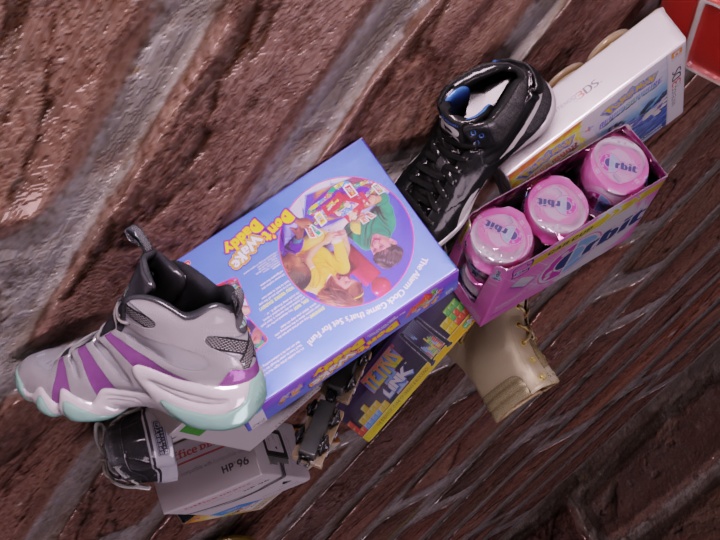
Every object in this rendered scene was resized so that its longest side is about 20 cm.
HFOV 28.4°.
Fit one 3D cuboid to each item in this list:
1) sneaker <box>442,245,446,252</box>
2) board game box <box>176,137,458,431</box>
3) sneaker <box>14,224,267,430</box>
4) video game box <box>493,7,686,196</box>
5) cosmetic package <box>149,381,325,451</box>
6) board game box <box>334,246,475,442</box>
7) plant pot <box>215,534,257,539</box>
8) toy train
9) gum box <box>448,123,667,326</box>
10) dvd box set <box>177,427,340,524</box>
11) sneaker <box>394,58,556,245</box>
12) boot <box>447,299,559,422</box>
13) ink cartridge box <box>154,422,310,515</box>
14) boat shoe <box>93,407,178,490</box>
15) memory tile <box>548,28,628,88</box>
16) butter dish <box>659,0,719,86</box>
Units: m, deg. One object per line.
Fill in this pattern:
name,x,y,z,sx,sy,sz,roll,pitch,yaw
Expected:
sneaker,0.000,0.000,1.274,0.199,0.074,0.080,-34,154,-28
board game box,-0.042,0.010,1.097,0.199,0.135,0.045,-33,162,-9
sneaker,-0.165,0.034,1.016,0.078,0.197,0.142,-59,146,-61
video game box,0.211,-0.134,1.312,0.199,0.047,0.182,-37,159,1
cosmetic package,-0.115,0.087,1.237,0.107,0.085,0.200,-42,161,5
board game box,0.065,0.057,1.440,0.201,0.057,0.165,-52,179,30
plant pot,-0.164,0.438,1.895,0.199,0.199,0.143,-26,133,-29
toy train,-0.016,0.097,1.299,0.046,0.034,0.201,97,16,-58
gum box,0.170,-0.038,1.287,0.199,0.066,0.114,-30,161,-21
dvd box set,-0.120,0.241,1.691,0.146,0.030,0.200,-42,162,15
sneaker,0.069,-0.096,1.162,0.200,0.073,0.112,-48,157,7
boot,0.185,0.058,1.605,0.200,0.156,0.073,-42,161,15
ink cartridge box,-0.140,0.200,1.453,0.115,0.069,0.200,-24,164,11
boat shoe,-0.200,0.160,1.265,0.067,0.075,0.199,-12,176,-9
memory tile,0.197,-0.145,1.354,0.153,0.017,0.200,-36,162,-2
butter dish,0.380,-0.240,1.255,0.149,0.198,0.200,-56,166,-14
